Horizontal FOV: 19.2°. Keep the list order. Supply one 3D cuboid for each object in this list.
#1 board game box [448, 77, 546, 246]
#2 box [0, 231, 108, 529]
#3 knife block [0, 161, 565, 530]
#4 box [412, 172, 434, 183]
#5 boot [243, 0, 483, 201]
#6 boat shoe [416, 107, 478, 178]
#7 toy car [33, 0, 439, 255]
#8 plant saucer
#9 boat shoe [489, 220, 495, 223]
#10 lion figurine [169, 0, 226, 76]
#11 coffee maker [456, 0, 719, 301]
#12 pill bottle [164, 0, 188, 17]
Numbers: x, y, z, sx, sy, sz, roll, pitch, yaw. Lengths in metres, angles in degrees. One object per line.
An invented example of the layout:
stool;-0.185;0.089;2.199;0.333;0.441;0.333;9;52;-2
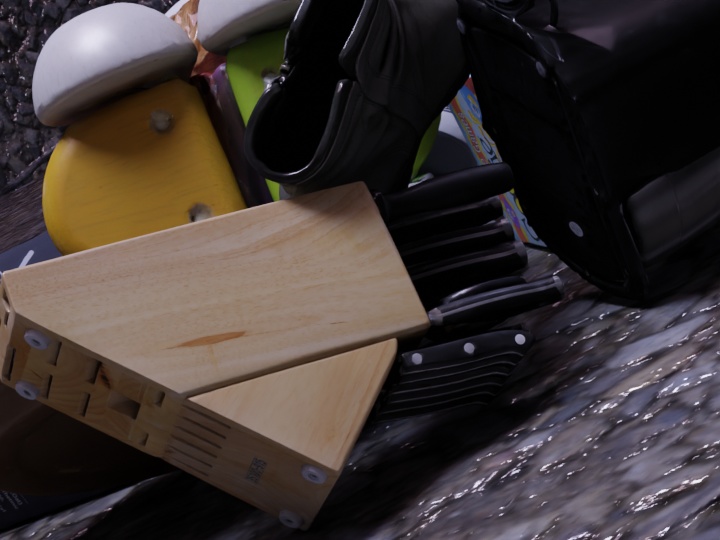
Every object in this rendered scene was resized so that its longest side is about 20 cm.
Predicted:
board game box;0.157;-0.104;1.112;0.200;0.105;0.103;-30;10;-8
box;-0.191;0.061;1.160;0.200;0.104;0.148;-21;20;32
knife block;-0.025;0.003;0.856;0.064;0.200;0.176;117;179;-58
box;-0.056;0.008;1.326;0.200;0.036;0.144;-22;11;38
boot;0.009;-0.105;0.906;0.131;0.068;0.200;76;-150;-68
boat shoe;0.027;-0.093;1.387;0.200;0.071;0.091;-22;40;61
toy car;-0.053;-0.056;1.058;0.200;0.175;0.150;-23;-6;6
plant saucer;-0.094;0.055;0.960;0.200;0.030;0.200;-17;-21;-7
boat shoe;0.000;0.000;1.146;0.200;0.074;0.065;-1;62;50
lion figurine;-0.034;-0.143;1.142;0.200;0.073;0.123;-32;12;31
coffee maker;0.156;-0.111;0.920;0.200;0.192;0.135;-31;53;-13
pill bottle;-0.060;-0.120;1.333;0.111;0.111;0.200;-26;0;11
